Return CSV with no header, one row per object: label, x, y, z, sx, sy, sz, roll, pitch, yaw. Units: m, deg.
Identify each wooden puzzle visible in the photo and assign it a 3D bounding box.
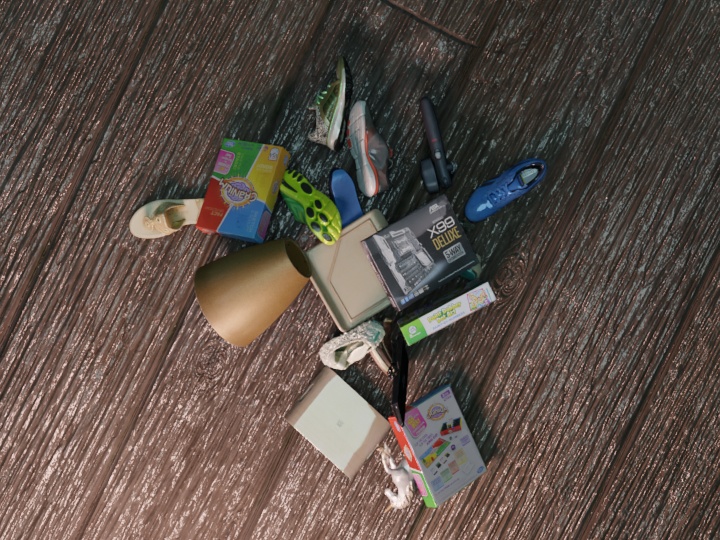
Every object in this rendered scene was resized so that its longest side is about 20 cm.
wooden puzzle,0.000,0.000,1.720,0.198,0.037,0.187,-31,88,-2

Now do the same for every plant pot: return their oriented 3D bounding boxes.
plant pot,-0.203,0.024,1.676,0.198,0.186,0.188,-31,90,19

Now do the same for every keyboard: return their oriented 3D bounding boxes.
keyboard,0.076,0.208,1.682,0.020,0.201,0.129,-7,125,11

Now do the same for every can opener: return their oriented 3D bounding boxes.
can opener,0.157,-0.268,1.752,0.077,0.063,0.204,-10,91,2

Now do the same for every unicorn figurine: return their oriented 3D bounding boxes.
unicorn figurine,0.095,0.414,1.757,0.199,0.074,0.138,-38,101,-4

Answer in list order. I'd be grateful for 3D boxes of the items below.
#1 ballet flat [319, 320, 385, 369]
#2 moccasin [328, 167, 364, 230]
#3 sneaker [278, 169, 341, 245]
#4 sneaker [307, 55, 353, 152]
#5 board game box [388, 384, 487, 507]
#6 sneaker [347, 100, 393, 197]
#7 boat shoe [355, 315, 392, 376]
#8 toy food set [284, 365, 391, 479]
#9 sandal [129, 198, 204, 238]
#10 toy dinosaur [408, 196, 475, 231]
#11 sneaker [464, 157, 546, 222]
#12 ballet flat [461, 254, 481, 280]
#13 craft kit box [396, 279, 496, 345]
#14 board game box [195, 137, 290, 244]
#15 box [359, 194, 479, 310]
ballet flat,-0.027,0.166,1.705,0.072,0.072,0.199,52,134,0
moccasin,-0.025,-0.122,1.751,0.079,0.068,0.204,-10,114,-12
sneaker,-0.101,-0.129,1.731,0.074,0.084,0.201,-34,64,-10
sneaker,-0.069,-0.357,1.754,0.087,0.077,0.204,9,89,9
board game box,0.164,0.365,1.732,0.151,0.040,0.203,-24,90,-30
sneaker,0.026,-0.260,1.763,0.081,0.077,0.204,-10,93,-27
boat shoe,0.036,0.126,1.754,0.074,0.075,0.204,-32,90,5
toy food set,-0.046,0.326,1.775,0.199,0.060,0.144,42,80,-1
sandal,-0.400,-0.118,1.761,0.208,0.070,0.079,-10,91,1
toy dinosaur,0.145,-0.106,1.744,0.196,0.089,0.048,-10,135,-15
sneaker,0.304,-0.173,1.745,0.198,0.078,0.067,-34,92,3
ballet flat,0.168,-0.044,1.762,0.197,0.069,0.070,24,91,-1
craft kit box,0.170,0.082,1.690,0.195,0.200,0.049,-31,90,0
board game box,-0.245,-0.167,1.725,0.151,0.040,0.204,11,78,25
box,0.120,-0.037,1.680,0.198,0.050,0.160,-29,95,-10
